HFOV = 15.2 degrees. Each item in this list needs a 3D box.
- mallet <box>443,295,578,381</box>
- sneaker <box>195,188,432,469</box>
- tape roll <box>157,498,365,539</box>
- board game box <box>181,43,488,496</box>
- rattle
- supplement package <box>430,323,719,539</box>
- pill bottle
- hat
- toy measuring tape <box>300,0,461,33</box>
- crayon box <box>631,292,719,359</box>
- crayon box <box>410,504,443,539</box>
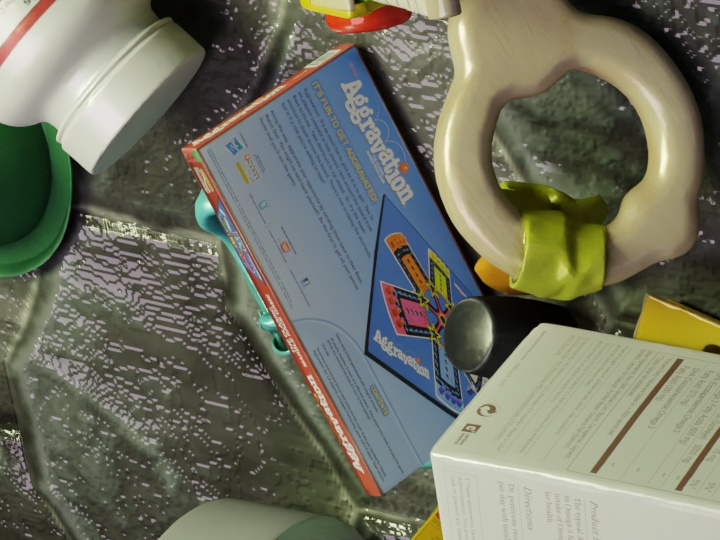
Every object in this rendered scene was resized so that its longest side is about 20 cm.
[{"bbox_3d":[0.075,0.111,1.330,0.041,0.066,0.201,5,97,49],"label":"mallet"},{"bbox_3d":[-0.018,0.024,1.374,0.077,0.080,0.200,-26,104,43],"label":"sneaker"},{"bbox_3d":[-0.058,0.227,1.460,0.066,0.200,0.201,8,124,31],"label":"tape roll"},{"bbox_3d":[0.000,0.000,1.331,0.019,0.103,0.200,5,126,62],"label":"board game box"},{"bbox_3d":[0.083,-0.091,1.260,0.130,0.143,0.201,-21,92,9],"label":"rattle"},{"bbox_3d":[0.150,0.115,1.224,0.199,0.117,0.117,10,125,29],"label":"supplement package"},{"bbox_3d":[-0.177,-0.146,1.343,0.200,0.112,0.112,43,135,2],"label":"pill bottle"},{"bbox_3d":[-0.265,-0.040,1.430,0.165,0.176,0.200,25,131,18],"label":"hat"},{"bbox_3d":[0.018,-0.139,1.213,0.200,0.073,0.074,22,139,63],"label":"toy measuring tape"},{"bbox_3d":[0.183,0.100,1.308,0.127,0.051,0.200,25,132,18],"label":"crayon box"},{"bbox_3d":[0.100,0.204,1.390,0.200,0.119,0.058,37,134,8],"label":"crayon box"}]
